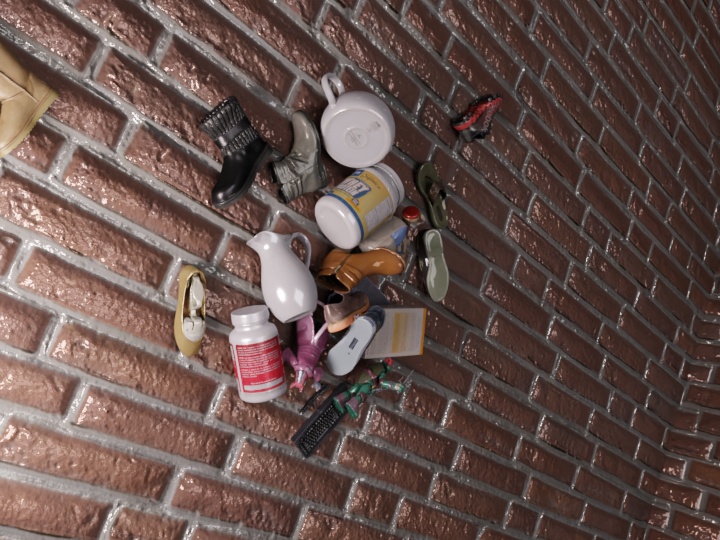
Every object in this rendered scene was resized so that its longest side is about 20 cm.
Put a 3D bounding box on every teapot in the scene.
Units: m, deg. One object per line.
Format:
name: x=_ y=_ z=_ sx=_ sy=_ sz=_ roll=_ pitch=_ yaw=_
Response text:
teapot: x=-0.007 y=-0.363 z=1.652 sx=0.147 sy=0.195 sz=0.201 roll=-84 pitch=-177 yaw=-47

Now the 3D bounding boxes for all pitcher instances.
pitcher: x=-0.158 y=0.008 z=1.567 sx=0.171 sy=0.121 sz=0.202 roll=-13 pitch=77 yaw=-44

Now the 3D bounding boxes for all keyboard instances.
keyboard: x=-0.100 y=0.364 z=1.715 sx=0.200 sy=0.020 sz=0.128 roll=-46 pitch=120 yaw=-27

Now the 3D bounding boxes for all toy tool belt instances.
toy tool belt: x=0.076 y=-0.076 z=1.775 sx=0.199 sy=0.125 sz=0.124 roll=-35 pitch=145 yaw=-28

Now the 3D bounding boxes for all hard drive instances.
hard drive: x=-0.005 y=0.092 z=1.754 sx=0.200 sy=0.042 sz=0.136 roll=45 pitch=67 yaw=-32

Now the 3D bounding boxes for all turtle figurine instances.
turtle figurine: x=0.031 y=0.291 z=1.729 sx=0.199 sy=0.150 sz=0.101 roll=-34 pitch=92 yaw=-25

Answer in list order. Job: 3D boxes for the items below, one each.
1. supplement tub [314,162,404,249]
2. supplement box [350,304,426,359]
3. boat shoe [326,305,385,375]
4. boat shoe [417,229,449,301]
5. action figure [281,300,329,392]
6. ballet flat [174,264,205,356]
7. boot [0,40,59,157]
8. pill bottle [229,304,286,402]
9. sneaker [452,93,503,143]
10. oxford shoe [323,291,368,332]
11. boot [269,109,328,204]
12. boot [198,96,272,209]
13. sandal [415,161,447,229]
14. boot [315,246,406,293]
supplement tub: x=0.000 y=-0.163 z=1.672 sx=0.200 sy=0.144 sz=0.146 roll=-41 pitch=117 yaw=-29
supplement box: x=0.071 y=0.154 z=1.744 sx=0.198 sy=0.073 sz=0.128 roll=3 pitch=95 yaw=-38
boat shoe: x=-0.006 y=0.170 z=1.631 sx=0.071 sy=0.201 sz=0.091 roll=42 pitch=36 yaw=8
boat shoe: x=0.200 y=-0.016 z=1.896 sx=0.071 sy=0.060 sz=0.204 roll=-11 pitch=101 yaw=-25
action figure: x=-0.116 y=0.197 z=1.603 sx=0.133 sy=0.149 sz=0.201 roll=28 pitch=48 yaw=-19
ballet flat: x=-0.363 y=0.089 z=1.456 sx=0.068 sy=0.063 sz=0.203 roll=-5 pitch=97 yaw=-37
boot: x=-0.661 y=-0.324 z=1.189 sx=0.200 sy=0.066 sz=0.176 roll=43 pitch=56 yaw=-33
pill bottle: x=-0.235 y=0.186 z=1.534 sx=0.111 sy=0.112 sz=0.202 roll=-16 pitch=104 yaw=-36
sneaker: x=0.352 y=-0.442 z=1.977 sx=0.200 sy=0.071 sz=0.098 roll=-42 pitch=117 yaw=-26
oxford shoe: x=-0.033 y=0.077 z=1.620 sx=0.074 sy=0.071 sz=0.200 roll=67 pitch=21 yaw=-9
boot: x=-0.157 y=-0.266 z=1.593 sx=0.130 sy=0.067 sz=0.202 roll=-23 pitch=106 yaw=-29
boot: x=-0.295 y=-0.256 z=1.469 sx=0.158 sy=0.079 sz=0.212 roll=51 pitch=53 yaw=-37
sandal: x=0.214 y=-0.212 z=1.893 sx=0.080 sy=0.057 sz=0.203 roll=-36 pitch=115 yaw=-31
boot: x=0.000 y=0.000 z=1.626 sx=0.156 sy=0.198 sz=0.077 roll=-57 pitch=160 yaw=-56
